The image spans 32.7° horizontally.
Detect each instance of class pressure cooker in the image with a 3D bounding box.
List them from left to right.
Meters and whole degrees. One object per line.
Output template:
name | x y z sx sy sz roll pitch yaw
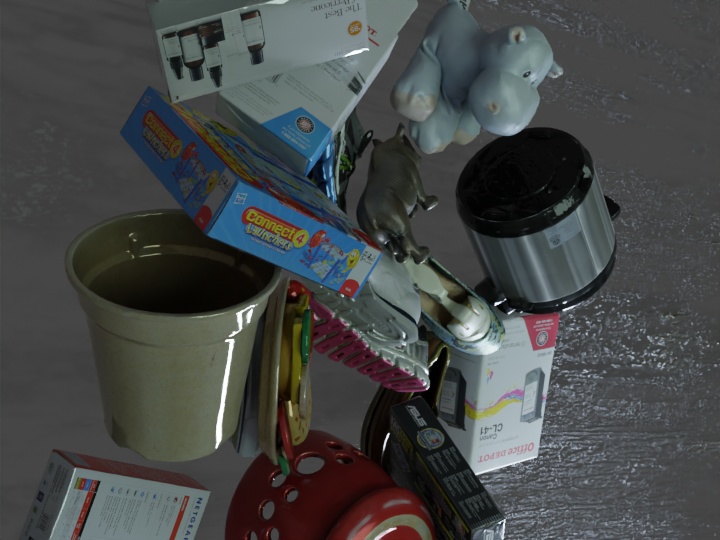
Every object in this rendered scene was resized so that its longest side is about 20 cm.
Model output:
pressure cooker | 0.216 -0.046 1.487 0.201 0.173 0.180 61 34 -40

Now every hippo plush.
hippo plush | 0.147 -0.218 1.367 0.159 0.159 0.203 28 79 -52

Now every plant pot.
plant pot | -0.179 0.070 1.167 0.199 0.200 0.186 -18 127 -38
plant pot | -0.025 0.301 1.382 0.198 0.181 0.204 -14 112 -40

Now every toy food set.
toy food set | -0.075 0.109 1.281 0.048 0.198 0.204 4 107 0

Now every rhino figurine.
rhino figurine | 0.040 -0.093 1.341 0.087 0.059 0.202 42 34 -25

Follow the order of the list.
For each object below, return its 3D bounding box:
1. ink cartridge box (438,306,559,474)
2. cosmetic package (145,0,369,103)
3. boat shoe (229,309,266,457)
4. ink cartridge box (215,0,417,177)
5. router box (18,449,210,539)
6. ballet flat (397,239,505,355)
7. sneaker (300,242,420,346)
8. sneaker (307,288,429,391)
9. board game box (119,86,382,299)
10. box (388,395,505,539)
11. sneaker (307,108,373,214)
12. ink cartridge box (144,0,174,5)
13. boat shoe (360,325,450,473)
ink cartridge box | 0.169 0.145 1.577 0.146 0.085 0.204 -6 106 -42
cosmetic package | -0.092 -0.224 1.142 0.197 0.051 0.083 -17 137 -10
boat shoe | -0.130 0.105 1.303 0.061 0.072 0.203 4 114 0
ink cartridge box | -0.042 -0.212 1.228 0.115 0.068 0.201 35 77 0
router box | -0.263 0.297 1.245 0.178 0.048 0.203 22 89 -45
ballet flat | 0.097 0.036 1.430 0.199 0.074 0.075 36 78 -16
sneaker | 0.000 0.000 1.315 0.200 0.075 0.081 48 46 -41
sneaker | 0.007 0.062 1.407 0.199 0.073 0.089 33 53 -29
board game box | -0.103 -0.074 1.161 0.195 0.200 0.056 25 105 -45
box | 0.093 0.270 1.404 0.044 0.201 0.162 -16 132 -20
sneaker | -0.022 -0.119 1.315 0.082 0.070 0.203 -10 108 -34
ink cartridge box | -0.158 -0.331 1.132 0.199 0.044 0.178 37 79 -44
boat shoe | 0.055 0.170 1.489 0.071 0.067 0.203 3 103 -46
